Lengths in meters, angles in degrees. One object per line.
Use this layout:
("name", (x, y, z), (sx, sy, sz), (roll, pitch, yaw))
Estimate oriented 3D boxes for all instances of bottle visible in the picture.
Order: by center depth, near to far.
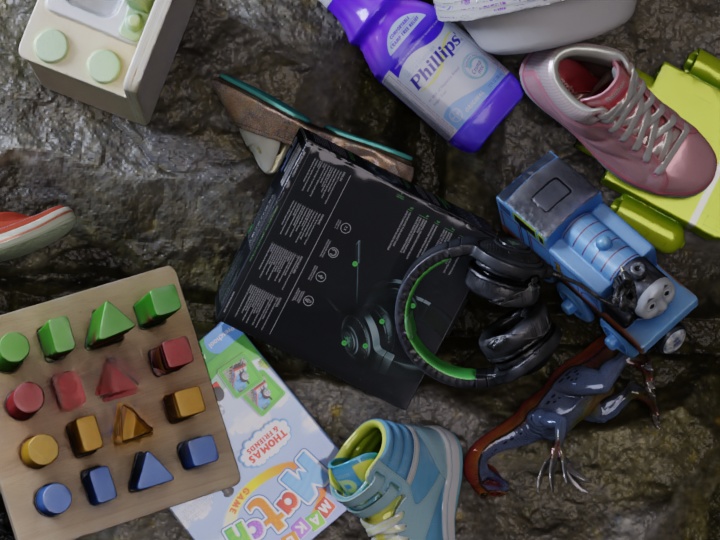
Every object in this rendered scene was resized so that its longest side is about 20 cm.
("bottle", (0.050, -0.196, 1.746), (0.200, 0.065, 0.084), (42, 82, 0))

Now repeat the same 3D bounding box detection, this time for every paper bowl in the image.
("paper bowl", (0.160, -0.252, 1.690), (0.200, 0.201, 0.105), (-16, 104, -4))

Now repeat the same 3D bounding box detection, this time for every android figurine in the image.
("android figurine", (0.300, -0.105, 1.768), (0.199, 0.041, 0.183), (26, 85, -1))

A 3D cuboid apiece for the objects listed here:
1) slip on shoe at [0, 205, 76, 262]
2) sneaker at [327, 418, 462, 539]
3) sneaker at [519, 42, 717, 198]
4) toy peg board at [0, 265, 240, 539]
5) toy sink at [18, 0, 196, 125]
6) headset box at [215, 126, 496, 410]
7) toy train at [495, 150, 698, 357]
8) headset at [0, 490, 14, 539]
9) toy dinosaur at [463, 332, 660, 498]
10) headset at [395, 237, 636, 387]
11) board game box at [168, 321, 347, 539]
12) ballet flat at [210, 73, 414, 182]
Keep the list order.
("slip on shoe", (-0.349, -0.033, 1.710), (0.199, 0.074, 0.062), (-12, 84, 1))
("sneaker", (0.020, 0.222, 1.674), (0.130, 0.079, 0.201), (21, 63, -42))
("sneaker", (0.232, -0.130, 1.693), (0.200, 0.105, 0.076), (34, 84, -6))
("toy peg board", (-0.215, 0.112, 1.638), (0.199, 0.098, 0.200), (-17, 86, -17))
("toy sink", (-0.214, -0.214, 1.664), (0.112, 0.200, 0.131), (21, 86, -2))
("headset box", (0.000, 0.000, 1.688), (0.199, 0.093, 0.175), (25, 99, -9))
("toy train", (0.204, -0.008, 1.696), (0.087, 0.114, 0.200), (-40, 60, -9))
("headset", (-0.332, 0.137, 1.710), (0.123, 0.094, 0.201), (-13, 72, -5))
("toy dinosaur", (0.176, 0.130, 1.748), (0.180, 0.105, 0.201), (-11, 53, 5))
("headset", (0.127, 0.033, 1.605), (0.199, 0.094, 0.124), (-11, 105, 7))
("board game box", (-0.110, 0.164, 1.728), (0.151, 0.037, 0.200), (-40, 90, -6))
("ballet flat", (-0.051, -0.108, 1.736), (0.199, 0.068, 0.068), (24, 94, 0))
